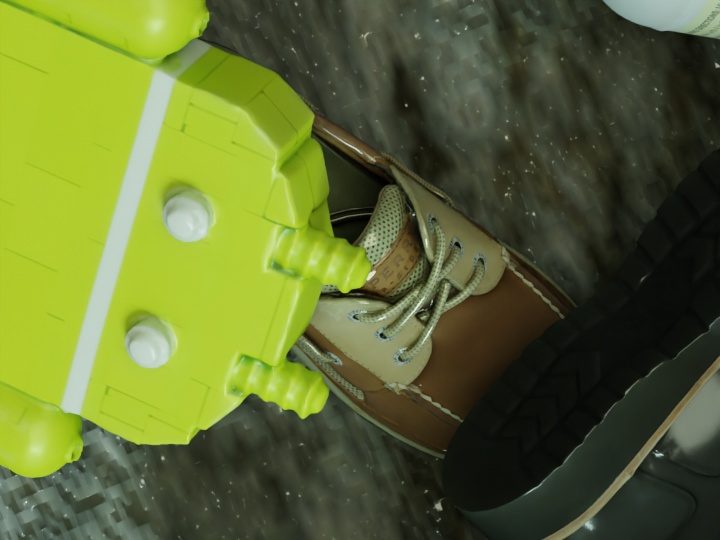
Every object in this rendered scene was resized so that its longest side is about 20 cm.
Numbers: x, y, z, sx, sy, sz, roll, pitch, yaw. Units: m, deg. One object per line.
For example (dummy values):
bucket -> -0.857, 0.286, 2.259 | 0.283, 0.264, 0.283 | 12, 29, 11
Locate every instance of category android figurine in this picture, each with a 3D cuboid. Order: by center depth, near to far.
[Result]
android figurine -> -0.093, -0.021, 0.739 | 0.200, 0.041, 0.182 | 26, 120, 9

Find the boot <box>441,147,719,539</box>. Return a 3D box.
boot -> 0.139, 0.039, 0.764 | 0.200, 0.077, 0.138 | -40, 120, 8

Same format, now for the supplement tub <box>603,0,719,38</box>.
supplement tub -> 0.150, -0.138, 0.761 | 0.200, 0.145, 0.145 | 8, 90, -9

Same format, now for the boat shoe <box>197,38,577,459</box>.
boat shoe -> 0.000, 0.000, 0.777 | 0.200, 0.074, 0.076 | 34, 86, -7
